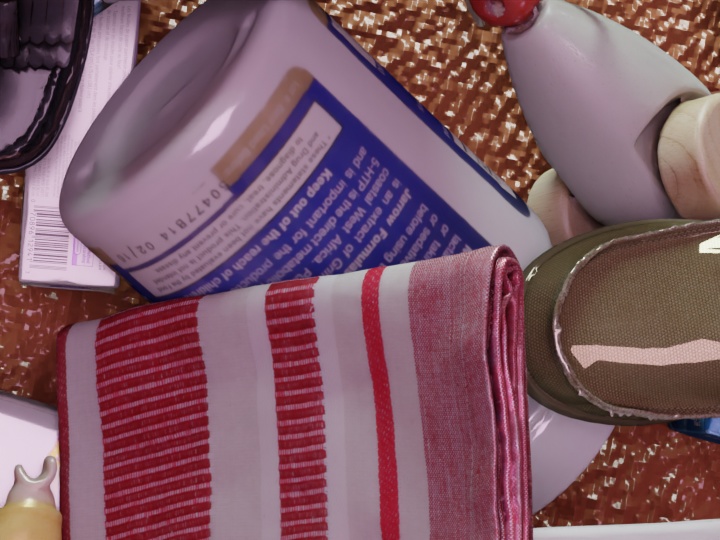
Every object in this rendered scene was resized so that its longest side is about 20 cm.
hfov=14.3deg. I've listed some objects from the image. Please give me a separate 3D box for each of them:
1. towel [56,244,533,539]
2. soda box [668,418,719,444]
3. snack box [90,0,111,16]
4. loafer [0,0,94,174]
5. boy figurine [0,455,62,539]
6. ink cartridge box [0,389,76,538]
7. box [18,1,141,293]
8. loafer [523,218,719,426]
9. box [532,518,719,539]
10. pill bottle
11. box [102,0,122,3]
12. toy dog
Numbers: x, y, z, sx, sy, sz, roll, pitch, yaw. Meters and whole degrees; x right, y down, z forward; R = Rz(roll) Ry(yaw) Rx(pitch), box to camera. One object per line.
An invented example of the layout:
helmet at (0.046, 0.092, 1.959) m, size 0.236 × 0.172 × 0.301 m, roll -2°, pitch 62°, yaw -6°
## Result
towel at (-0.028, 0.075, 0.946) m, size 0.023 × 0.199 × 0.145 m, roll 10°, pitch 75°, yaw -50°
soda box at (0.224, 0.056, 1.101) m, size 0.199 × 0.068 × 0.065 m, roll 15°, pitch 86°, yaw -6°
snack box at (-0.095, -0.165, 1.044) m, size 0.199 × 0.037 × 0.117 m, roll -35°, pitch 92°, yaw -4°
loafer at (-0.125, -0.135, 0.991) m, size 0.071 × 0.063 × 0.202 m, roll 5°, pitch 89°, yaw -3°
boy figurine at (-0.155, 0.103, 0.978) m, size 0.124 × 0.064 × 0.201 m, roll -23°, pitch 91°, yaw -6°
ink cartridge box at (-0.124, 0.122, 1.055) m, size 0.199 × 0.087 × 0.146 m, roll 17°, pitch 87°, yaw -7°
box at (-0.103, -0.093, 1.082) m, size 0.041 × 0.039 × 0.202 m, roll 3°, pitch 89°, yaw -7°
loafer at (0.148, 0.013, 1.010) m, size 0.199 × 0.067 × 0.077 m, roll -5°, pitch 84°, yaw -20°
box at (0.059, 0.200, 0.960) m, size 0.106 × 0.152 × 0.201 m, roll 2°, pitch 71°, yaw -38°
pill bottle at (0.000, 0.000, 1.041) m, size 0.200 × 0.120 × 0.120 m, roll 42°, pitch 86°, yaw -20°
box at (-0.023, -0.192, 0.990) m, size 0.136 × 0.040 × 0.201 m, roll -1°, pitch 74°, yaw 1°
toy dog at (0.088, -0.092, 1.071) m, size 0.131 × 0.096 × 0.201 m, roll 2°, pitch 124°, yaw 30°
